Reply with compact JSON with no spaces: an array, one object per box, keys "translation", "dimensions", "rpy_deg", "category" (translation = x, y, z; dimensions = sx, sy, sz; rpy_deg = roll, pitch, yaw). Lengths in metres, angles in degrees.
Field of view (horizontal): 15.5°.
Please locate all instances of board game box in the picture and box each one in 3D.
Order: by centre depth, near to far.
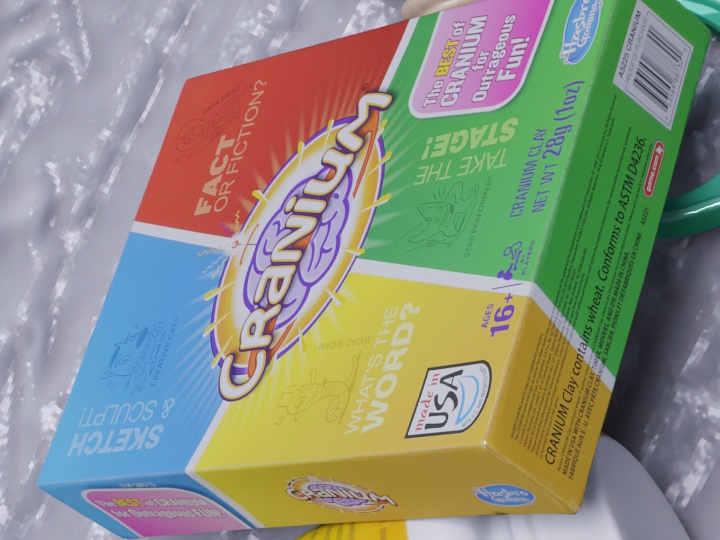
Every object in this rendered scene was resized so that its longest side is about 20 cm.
[{"translation":[0.000,0.000,0.784],"dimensions":[0.199,0.040,0.154],"rpy_deg":[-10,54,47],"category":"board game box"}]

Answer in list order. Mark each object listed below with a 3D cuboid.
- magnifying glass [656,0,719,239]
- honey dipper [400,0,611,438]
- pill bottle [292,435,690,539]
[{"translation":[0.142,-0.044,0.790],"dimensions":[0.199,0.022,0.080],"rpy_deg":[7,72,17],"category":"magnifying glass"},{"translation":[0.047,-0.023,0.839],"dimensions":[0.038,0.038,0.201],"rpy_deg":[-19,77,20],"category":"honey dipper"},{"translation":[0.005,0.128,0.786],"dimensions":[0.199,0.109,0.110],"rpy_deg":[-30,69,17],"category":"pill bottle"}]
